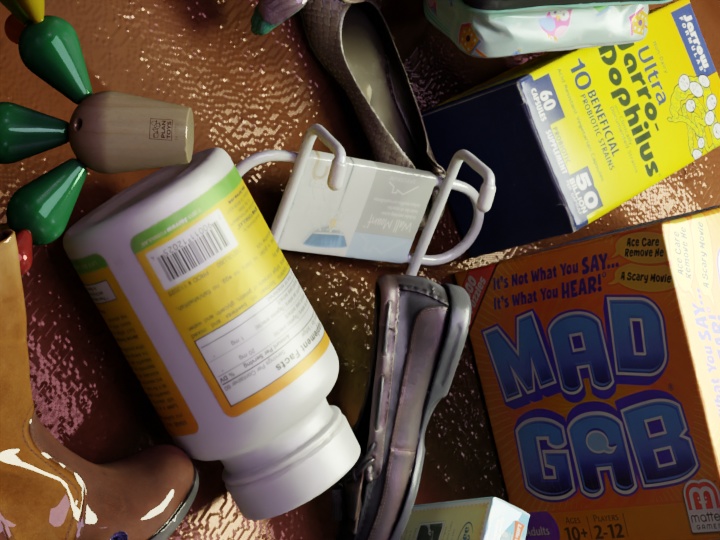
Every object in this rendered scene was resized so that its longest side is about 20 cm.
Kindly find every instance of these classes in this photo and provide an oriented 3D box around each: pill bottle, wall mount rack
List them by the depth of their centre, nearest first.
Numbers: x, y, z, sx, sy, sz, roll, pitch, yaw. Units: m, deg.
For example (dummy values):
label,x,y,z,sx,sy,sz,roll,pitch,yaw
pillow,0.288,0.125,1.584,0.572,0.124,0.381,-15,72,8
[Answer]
label,x,y,z,sx,sy,sz,roll,pitch,yaw
pill bottle,-0.081,0.040,1.138,0.111,0.111,0.201,-37,105,-38
wall mount rack,0.000,0.000,1.237,0.198,0.075,0.175,7,114,-31

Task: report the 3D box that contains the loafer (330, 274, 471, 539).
label,x,y,z,sx,sy,sz,roll,pitch,yaw
loafer,0.009,0.098,1.212,0.062,0.072,0.202,17,94,-18

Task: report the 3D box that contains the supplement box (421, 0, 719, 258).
label,x,y,z,sx,sy,sz,roll,pitch,yaw
supplement box,0.156,-0.102,1.363,0.199,0.109,0.110,-29,99,-40

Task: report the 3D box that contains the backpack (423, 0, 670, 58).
label,x,y,z,sx,sy,sz,roll,pitch,yaw
backpack,0.111,-0.237,1.299,0.174,0.201,0.154,-10,130,-20

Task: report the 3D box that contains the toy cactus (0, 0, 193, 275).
label,x,y,z,sx,sy,sz,roll,pitch,yaw
toy cactus,-0.175,-0.083,1.062,0.163,0.102,0.202,1,71,2

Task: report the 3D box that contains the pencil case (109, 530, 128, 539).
label,x,y,z,sx,sy,sz,roll,pitch,yaw
pencil case,-0.164,0.238,1.011,0.084,0.085,0.200,44,76,-4

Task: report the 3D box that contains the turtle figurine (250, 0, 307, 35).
label,x,y,z,sx,sy,sz,roll,pitch,yaw
turtle figurine,-0.099,-0.251,1.198,0.200,0.100,0.150,49,55,-28

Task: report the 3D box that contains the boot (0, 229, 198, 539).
label,x,y,z,sx,sy,sz,roll,pitch,yaw
boot,-0.181,0.072,1.048,0.187,0.068,0.202,-21,114,-28

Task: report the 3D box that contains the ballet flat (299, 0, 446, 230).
label,x,y,z,sx,sy,sz,roll,pitch,yaw
ballet flat,0.013,-0.123,1.291,0.067,0.046,0.202,-23,96,-40

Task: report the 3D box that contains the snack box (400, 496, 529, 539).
label,x,y,z,sx,sy,sz,roll,pitch,yaw
snack box,0.034,0.242,1.187,0.037,0.116,0.202,30,64,-31

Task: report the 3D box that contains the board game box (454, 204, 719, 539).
label,x,y,z,sx,sy,sz,roll,pitch,yaw
board game box,0.220,0.065,1.321,0.199,0.199,0.202,-14,90,-39
